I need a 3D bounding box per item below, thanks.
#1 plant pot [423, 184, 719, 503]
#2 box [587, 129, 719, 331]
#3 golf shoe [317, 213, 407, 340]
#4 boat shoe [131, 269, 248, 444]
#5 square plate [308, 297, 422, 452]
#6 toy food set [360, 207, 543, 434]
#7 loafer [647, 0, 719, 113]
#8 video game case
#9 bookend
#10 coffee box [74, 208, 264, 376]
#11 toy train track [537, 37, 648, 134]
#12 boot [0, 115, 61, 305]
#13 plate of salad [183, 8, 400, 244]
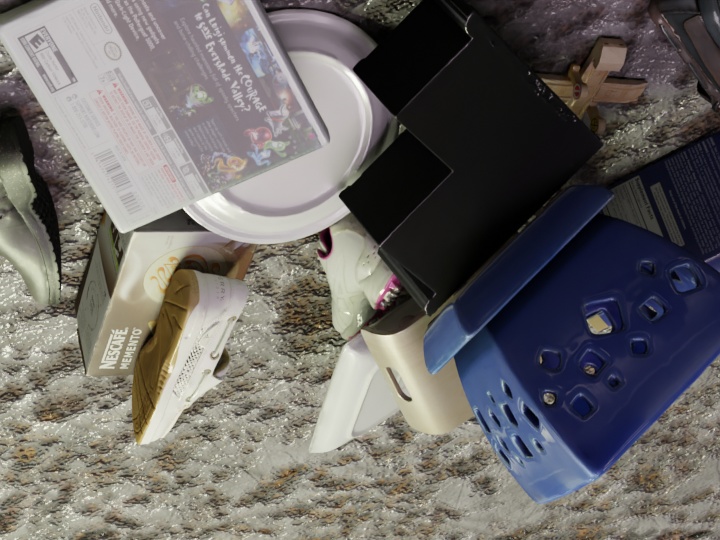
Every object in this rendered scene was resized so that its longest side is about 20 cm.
[{"bbox_3d":[0.171,0.053,1.622,0.200,0.180,0.200,-43,175,-14],"label":"plant pot"},{"bbox_3d":[0.275,-0.041,1.768,0.200,0.121,0.032,-28,143,17],"label":"box"},{"bbox_3d":[0.000,0.000,1.772,0.075,0.092,0.200,-44,175,-23],"label":"golf shoe"},{"bbox_3d":[-0.142,0.078,1.671,0.069,0.071,0.200,3,140,-24],"label":"boat shoe"},{"bbox_3d":[0.048,0.078,1.840,0.198,0.028,0.200,-31,158,-28],"label":"square plate"},{"bbox_3d":[0.102,0.039,1.768,0.200,0.060,0.144,-38,134,-12],"label":"toy food set"},{"bbox_3d":[0.298,-0.173,1.657,0.063,0.072,0.200,-9,143,26],"label":"loafer"},{"bbox_3d":[-0.145,-0.141,1.489,0.181,0.023,0.200,-22,122,10],"label":"video game case"},{"bbox_3d":[0.052,-0.100,1.560,0.200,0.092,0.199,-46,134,7],"label":"bookend"},{"bbox_3d":[-0.166,0.000,1.686,0.114,0.080,0.200,1,142,-23],"label":"coffee box"},{"bbox_3d":[0.177,-0.117,1.702,0.114,0.033,0.200,1,143,-23],"label":"toy train track"},{"bbox_3d":[-0.314,-0.043,1.595,0.130,0.068,0.200,-10,138,0],"label":"boot"},{"bbox_3d":[-0.064,-0.115,1.577,0.199,0.048,0.201,-10,120,-18],"label":"plate of salad"}]
